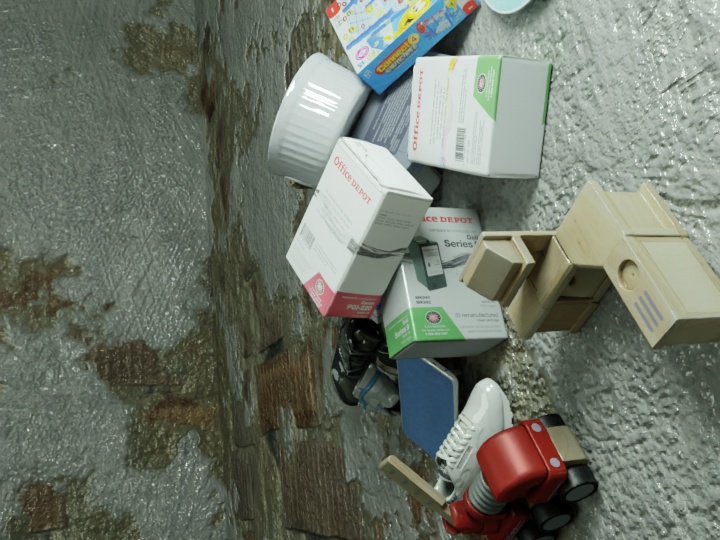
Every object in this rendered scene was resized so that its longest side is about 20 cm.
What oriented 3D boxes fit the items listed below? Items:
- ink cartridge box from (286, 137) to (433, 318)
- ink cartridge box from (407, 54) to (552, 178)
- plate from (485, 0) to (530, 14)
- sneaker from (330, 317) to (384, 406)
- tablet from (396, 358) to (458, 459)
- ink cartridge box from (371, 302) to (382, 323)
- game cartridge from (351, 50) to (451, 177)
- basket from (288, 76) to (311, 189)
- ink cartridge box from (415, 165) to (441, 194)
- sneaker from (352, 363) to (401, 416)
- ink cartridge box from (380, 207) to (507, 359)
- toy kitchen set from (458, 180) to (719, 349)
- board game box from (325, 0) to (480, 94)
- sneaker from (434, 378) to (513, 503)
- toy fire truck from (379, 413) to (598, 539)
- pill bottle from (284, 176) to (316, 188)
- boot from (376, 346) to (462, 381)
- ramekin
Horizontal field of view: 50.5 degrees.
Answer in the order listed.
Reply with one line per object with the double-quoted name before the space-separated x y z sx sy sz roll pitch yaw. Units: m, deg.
"ink cartridge box" -0.007 -0.057 1.028 0.146 0.085 0.200 54 128 44
"ink cartridge box" 0.149 -0.205 1.008 0.200 0.084 0.145 27 116 60
"plate" 0.205 -0.425 0.957 0.200 0.026 0.200 180 90 -69
"sneaker" -0.007 0.165 1.447 0.114 0.076 0.200 -163 78 -74
"tablet" 0.102 0.205 1.144 0.130 0.014 0.200 33 140 43
"ink cartridge box" 0.000 0.000 1.236 0.145 0.084 0.200 40 172 10
"game cartridge" 0.068 -0.234 1.148 0.133 0.041 0.200 25 90 37
"basket" -0.069 -0.264 1.493 0.149 0.143 0.200 -126 46 -60
"ink cartridge box" 0.024 -0.131 1.262 0.145 0.087 0.200 -52 25 -5
"sneaker" 0.044 0.218 1.287 0.075 0.087 0.200 -56 -15 -6
"ink cartridge box" 0.103 0.015 1.063 0.084 0.146 0.200 132 133 -57
"toy kitchen set" 0.214 0.040 0.762 0.200 0.163 0.181 111 150 -44
"board game box" 0.057 -0.399 1.156 0.196 0.056 0.200 -39 46 19
"sneaker" 0.149 0.242 1.048 0.076 0.080 0.200 -133 48 -62
"toy fire truck" 0.142 0.247 0.900 0.129 0.200 0.176 -112 30 -42
"pill bottle" -0.067 -0.252 1.349 0.112 0.112 0.200 45 119 60
"boot" 0.090 0.093 1.201 0.200 0.073 0.151 -175 84 -65
"ramekin" -0.056 -0.225 1.188 0.200 0.098 0.201 23 -90 -83
